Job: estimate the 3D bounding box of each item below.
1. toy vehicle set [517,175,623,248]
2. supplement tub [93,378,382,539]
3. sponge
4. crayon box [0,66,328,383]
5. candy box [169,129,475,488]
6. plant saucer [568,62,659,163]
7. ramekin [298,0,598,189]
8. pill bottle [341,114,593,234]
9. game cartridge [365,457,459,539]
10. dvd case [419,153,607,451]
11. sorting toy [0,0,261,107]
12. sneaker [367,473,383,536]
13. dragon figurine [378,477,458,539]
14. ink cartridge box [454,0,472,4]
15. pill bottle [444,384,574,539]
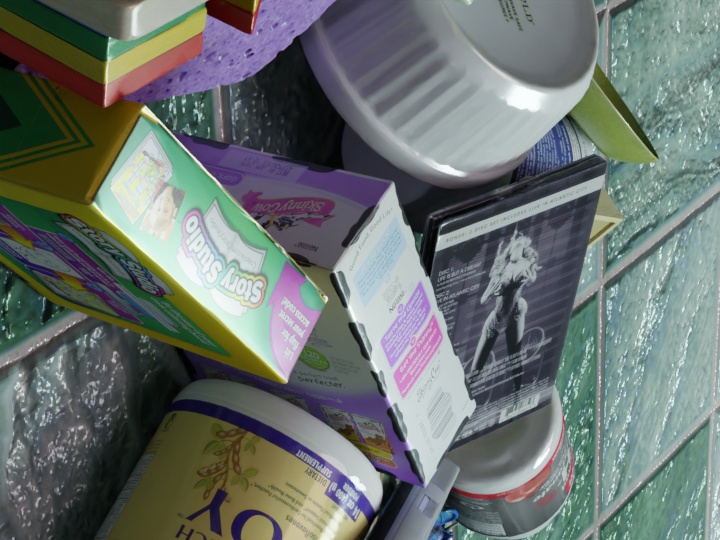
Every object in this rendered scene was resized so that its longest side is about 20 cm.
[{"bbox_3d":[0.077,0.010,1.317,0.200,0.027,0.124,-40,158,23],"label":"toy vehicle set"},{"bbox_3d":[-0.089,0.182,1.135,0.201,0.145,0.146,-61,146,-21],"label":"supplement tub"},{"bbox_3d":[-0.095,-0.131,1.040,0.200,0.111,0.030,-22,78,-53],"label":"sponge"},{"bbox_3d":[-0.134,-0.028,0.951,0.059,0.172,0.200,-64,147,-15],"label":"crayon box"},{"bbox_3d":[-0.038,0.023,1.127,0.072,0.167,0.201,-55,143,-29],"label":"candy box"},{"bbox_3d":[0.143,-0.151,1.356,0.031,0.201,0.200,-37,149,12],"label":"plant saucer"},{"bbox_3d":[0.061,-0.159,1.181,0.201,0.094,0.204,23,53,-33],"label":"ramekin"},{"bbox_3d":[0.073,-0.077,1.311,0.200,0.110,0.112,5,99,-58],"label":"pill bottle"},{"bbox_3d":[-0.002,0.210,1.156,0.200,0.038,0.130,-55,165,-52],"label":"game cartridge"},{"bbox_3d":[0.086,0.030,1.232,0.148,0.016,0.201,-21,134,-36],"label":"dvd case"},{"bbox_3d":[-0.122,-0.166,0.899,0.199,0.199,0.070,-37,147,-44],"label":"sorting toy"},{"bbox_3d":[-0.046,0.178,1.272,0.090,0.067,0.201,29,59,-29],"label":"sneaker"},{"bbox_3d":[0.030,0.180,1.360,0.100,0.059,0.200,-52,166,-19],"label":"dragon figurine"},{"bbox_3d":[0.047,-0.264,1.023,0.146,0.048,0.200,-59,148,-21],"label":"ink cartridge box"},{"bbox_3d":[0.104,0.138,1.433,0.111,0.110,0.200,-64,162,-16],"label":"pill bottle"}]
